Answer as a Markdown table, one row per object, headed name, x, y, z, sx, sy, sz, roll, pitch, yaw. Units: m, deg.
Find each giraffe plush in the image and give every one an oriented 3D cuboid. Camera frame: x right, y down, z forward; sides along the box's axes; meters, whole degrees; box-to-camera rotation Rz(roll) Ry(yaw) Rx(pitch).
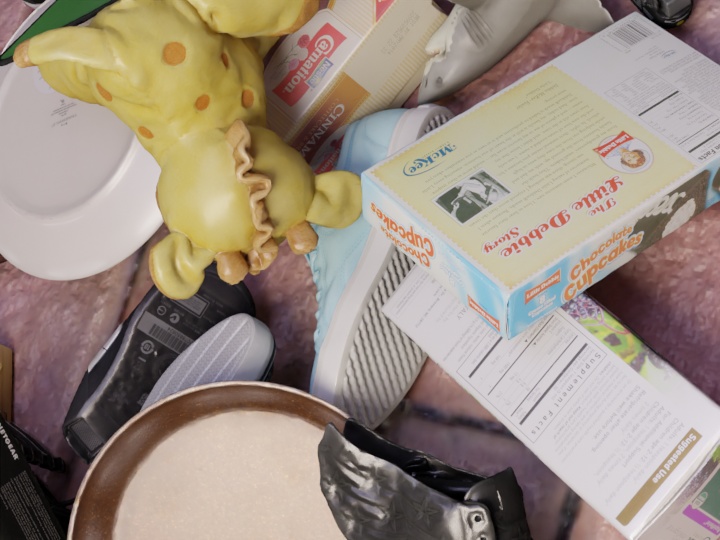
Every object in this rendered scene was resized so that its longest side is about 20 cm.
| name | x | y | z | sx | sy | sz | roll | pitch | yaw |
| --- | --- | --- | --- | --- | --- | --- | --- | --- | --- |
| giraffe plush | -0.080 | -0.078 | 0.953 | 0.172 | 0.200 | 0.163 | -24 | 96 | 7 |

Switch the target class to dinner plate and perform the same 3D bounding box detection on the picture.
| name | x | y | z | sx | sy | sz | roll | pitch | yaw |
| --- | --- | --- | --- | --- | --- | --- | --- | --- | --- |
| dinner plate | -0.178 | -0.094 | 1.087 | 0.200 | 0.024 | 0.201 | -11 | 70 | 32 |

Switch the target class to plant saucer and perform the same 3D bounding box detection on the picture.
| name | x | y | z | sx | sy | sz | roll | pitch | yaw |
| --- | --- | --- | --- | --- | --- | --- | --- | --- | --- |
| plant saucer | -0.059 | 0.157 | 0.949 | 0.199 | 0.034 | 0.201 | 1 | 96 | 8 |

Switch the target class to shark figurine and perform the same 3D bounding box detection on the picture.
| name | x | y | z | sx | sy | sz | roll | pitch | yaw |
| --- | --- | --- | --- | --- | --- | --- | --- | --- | --- |
| shark figurine | 0.104 | -0.163 | 0.961 | 0.089 | 0.215 | 0.128 | 40 | 71 | 6 |

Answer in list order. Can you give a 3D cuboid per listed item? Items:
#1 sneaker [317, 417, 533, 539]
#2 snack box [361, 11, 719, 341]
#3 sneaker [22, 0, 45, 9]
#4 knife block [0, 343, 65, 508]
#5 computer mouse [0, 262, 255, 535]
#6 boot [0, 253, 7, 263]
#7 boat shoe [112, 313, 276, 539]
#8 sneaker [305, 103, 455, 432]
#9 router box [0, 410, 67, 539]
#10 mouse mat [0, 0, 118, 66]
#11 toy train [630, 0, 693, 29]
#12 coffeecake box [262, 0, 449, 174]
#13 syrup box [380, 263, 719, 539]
| name | x | y | z | sx | sy | sz | roll | pitch | yaw |
| --- | --- | --- | --- | --- | --- | --- | --- | --- | --- |
| sneaker | 0.067 | 0.148 | 0.875 | 0.199 | 0.060 | 0.105 | 15 | 102 | 23 |
| snack box | 0.113 | -0.055 | 0.911 | 0.200 | 0.037 | 0.116 | -31 | 52 | -23 |
| sneaker | -0.168 | -0.252 | 1.184 | 0.200 | 0.086 | 0.081 | -28 | 58 | 20 |
| knife block | -0.282 | 0.131 | 1.118 | 0.199 | 0.064 | 0.176 | -13 | 65 | 26 |
| computer mouse | -0.160 | 0.070 | 1.041 | 0.200 | 0.140 | 0.046 | -63 | 20 | -1 |
| boot | -0.249 | -0.025 | 1.153 | 0.166 | 0.072 | 0.201 | 12 | 74 | 35 |
| boat shoe | -0.099 | 0.118 | 1.016 | 0.200 | 0.071 | 0.072 | -56 | 29 | 9 |
| sneaker | 0.000 | 0.000 | 1.005 | 0.082 | 0.074 | 0.201 | 2 | 65 | 40 |
| router box | -0.222 | 0.193 | 0.991 | 0.149 | 0.051 | 0.200 | -21 | 98 | 32 |
| mouse mat | -0.113 | -0.189 | 1.017 | 0.200 | 0.008 | 0.161 | -20 | 25 | 32 |
| toy train | 0.132 | -0.211 | 1.016 | 0.034 | 0.046 | 0.200 | -31 | 58 | -3 |
| coffeecake box | -0.061 | -0.153 | 1.090 | 0.154 | 0.073 | 0.200 | -51 | 56 | 4 |
| syrup box | 0.111 | 0.058 | 0.905 | 0.082 | 0.079 | 0.200 | -51 | 55 | 4 |
